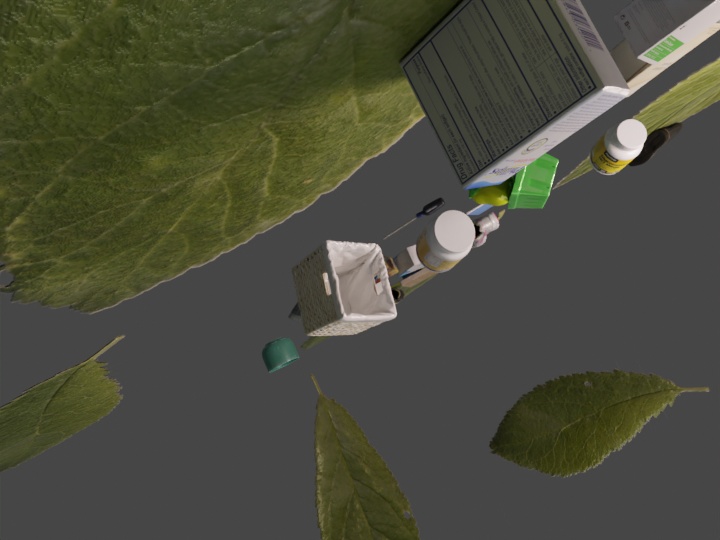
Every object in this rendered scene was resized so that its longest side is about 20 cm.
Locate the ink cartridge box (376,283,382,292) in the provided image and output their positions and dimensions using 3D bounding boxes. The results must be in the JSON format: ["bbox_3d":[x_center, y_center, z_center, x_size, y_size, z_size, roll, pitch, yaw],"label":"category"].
[{"bbox_3d":[-0.016,0.089,2.126,0.197,0.089,0.145,-17,168,-33],"label":"ink cartridge box"}]

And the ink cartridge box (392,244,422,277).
[{"bbox_3d":[0.219,-0.054,2.053,0.198,0.069,0.116,-20,168,-34],"label":"ink cartridge box"}]

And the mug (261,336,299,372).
[{"bbox_3d":[-0.365,0.369,2.579,0.150,0.116,0.185,-19,168,-39],"label":"mug"}]

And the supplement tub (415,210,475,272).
[{"bbox_3d":[0.253,-0.087,1.745,0.143,0.147,0.200,-23,170,-14],"label":"supplement tub"}]

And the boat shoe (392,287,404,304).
[{"bbox_3d":[0.167,0.121,2.812,0.064,0.074,0.199,-25,172,31],"label":"boat shoe"}]

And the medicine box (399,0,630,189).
[{"bbox_3d":[0.175,-0.228,0.696,0.102,0.185,0.199,-14,165,-48],"label":"medicine box"}]

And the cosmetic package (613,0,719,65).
[{"bbox_3d":[0.506,-0.416,0.887,0.107,0.086,0.199,-12,164,-46],"label":"cosmetic package"}]

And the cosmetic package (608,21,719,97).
[{"bbox_3d":[0.530,-0.403,1.055,0.102,0.074,0.200,-19,167,-38],"label":"cosmetic package"}]

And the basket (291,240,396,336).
[{"bbox_3d":[-0.042,0.049,1.458,0.198,0.202,0.160,2,157,-44],"label":"basket"}]

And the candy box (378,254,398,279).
[{"bbox_3d":[0.051,0.001,1.940,0.115,0.057,0.200,-28,171,11],"label":"candy box"}]

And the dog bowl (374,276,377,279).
[{"bbox_3d":[-0.030,0.005,1.612,0.198,0.113,0.050,-30,-178,22],"label":"dog bowl"}]

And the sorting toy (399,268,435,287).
[{"bbox_3d":[0.255,-0.011,2.372,0.197,0.071,0.200,-29,170,12],"label":"sorting toy"}]

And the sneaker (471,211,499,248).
[{"bbox_3d":[0.418,-0.141,2.126,0.087,0.082,0.201,-20,160,-25],"label":"sneaker"}]

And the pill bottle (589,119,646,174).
[{"bbox_3d":[0.764,-0.367,1.731,0.111,0.114,0.200,-26,170,-1],"label":"pill bottle"}]

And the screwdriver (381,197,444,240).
[{"bbox_3d":[0.134,-0.135,1.543,0.198,0.028,0.029,-29,139,16],"label":"screwdriver"}]

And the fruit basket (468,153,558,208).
[{"bbox_3d":[0.381,-0.230,1.479,0.212,0.158,0.216,17,179,0],"label":"fruit basket"}]

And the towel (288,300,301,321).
[{"bbox_3d":[-0.133,0.140,2.011,0.196,0.035,0.193,12,152,-16],"label":"towel"}]

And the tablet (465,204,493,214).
[{"bbox_3d":[0.438,-0.232,1.872,0.198,0.014,0.129,-31,170,29],"label":"tablet"}]

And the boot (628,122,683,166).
[{"bbox_3d":[1.123,-0.479,2.226,0.137,0.078,0.200,-27,173,-27],"label":"boot"}]
